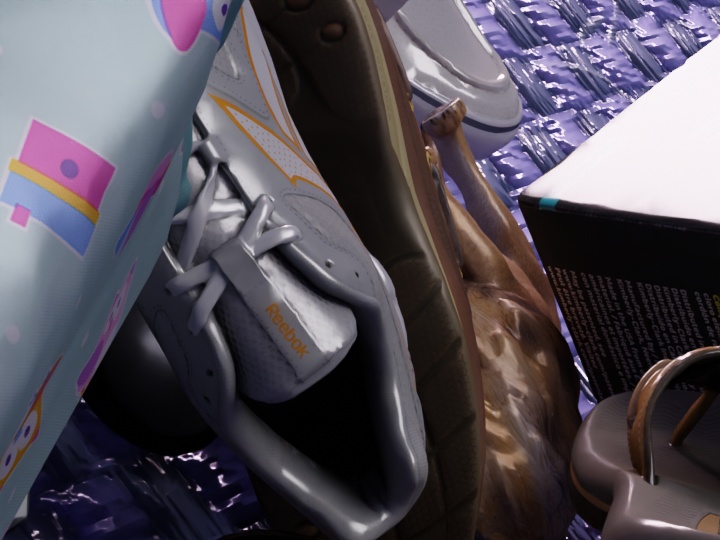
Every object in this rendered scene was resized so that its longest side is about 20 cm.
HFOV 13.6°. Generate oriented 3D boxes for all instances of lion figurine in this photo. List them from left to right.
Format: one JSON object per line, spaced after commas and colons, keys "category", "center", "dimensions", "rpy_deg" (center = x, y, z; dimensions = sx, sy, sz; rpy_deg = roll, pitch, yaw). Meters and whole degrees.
{"category": "lion figurine", "center": [0.037, 0.016, 0.968], "dimensions": [0.123, 0.072, 0.200], "rpy_deg": [56, 20, -8]}

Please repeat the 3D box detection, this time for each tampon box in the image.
{"category": "tampon box", "center": [0.178, 0.002, 0.904], "dimensions": [0.150, 0.200, 0.127], "rpy_deg": [-37, 117, -27]}

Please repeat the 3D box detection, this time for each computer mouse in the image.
{"category": "computer mouse", "center": [-0.043, -0.007, 0.917], "dimensions": [0.059, 0.034, 0.200], "rpy_deg": [41, 27, -12]}

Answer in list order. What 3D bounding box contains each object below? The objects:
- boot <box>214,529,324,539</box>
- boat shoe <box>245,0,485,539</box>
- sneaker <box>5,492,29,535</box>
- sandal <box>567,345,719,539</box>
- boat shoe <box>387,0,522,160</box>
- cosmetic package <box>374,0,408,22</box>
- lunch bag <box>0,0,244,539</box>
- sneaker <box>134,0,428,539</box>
{"category": "boot", "center": [0.038, 0.112, 0.742], "dimensions": [0.199, 0.073, 0.166], "rpy_deg": [9, 7, 11]}
{"category": "boat shoe", "center": [-0.001, 0.000, 0.857], "dimensions": [0.068, 0.072, 0.201], "rpy_deg": [-40, 120, -69]}
{"category": "sneaker", "center": [-0.123, 0.025, 0.706], "dimensions": [0.088, 0.074, 0.200], "rpy_deg": [35, 29, -29]}
{"category": "sandal", "center": [0.093, 0.049, 0.781], "dimensions": [0.081, 0.055, 0.200], "rpy_deg": [9, 7, 7]}
{"category": "boat shoe", "center": [-0.005, -0.126, 1.094], "dimensions": [0.200, 0.070, 0.071], "rpy_deg": [44, 26, -7]}
{"category": "cosmetic package", "center": [-0.084, -0.123, 0.956], "dimensions": [0.200, 0.085, 0.108], "rpy_deg": [8, 45, -51]}
{"category": "lunch bag", "center": [-0.149, -0.019, 0.611], "dimensions": [0.199, 0.122, 0.171], "rpy_deg": [24, 55, 2]}
{"category": "sneaker", "center": [-0.035, -0.015, 0.742], "dimensions": [0.200, 0.076, 0.092], "rpy_deg": [54, 0, -30]}
